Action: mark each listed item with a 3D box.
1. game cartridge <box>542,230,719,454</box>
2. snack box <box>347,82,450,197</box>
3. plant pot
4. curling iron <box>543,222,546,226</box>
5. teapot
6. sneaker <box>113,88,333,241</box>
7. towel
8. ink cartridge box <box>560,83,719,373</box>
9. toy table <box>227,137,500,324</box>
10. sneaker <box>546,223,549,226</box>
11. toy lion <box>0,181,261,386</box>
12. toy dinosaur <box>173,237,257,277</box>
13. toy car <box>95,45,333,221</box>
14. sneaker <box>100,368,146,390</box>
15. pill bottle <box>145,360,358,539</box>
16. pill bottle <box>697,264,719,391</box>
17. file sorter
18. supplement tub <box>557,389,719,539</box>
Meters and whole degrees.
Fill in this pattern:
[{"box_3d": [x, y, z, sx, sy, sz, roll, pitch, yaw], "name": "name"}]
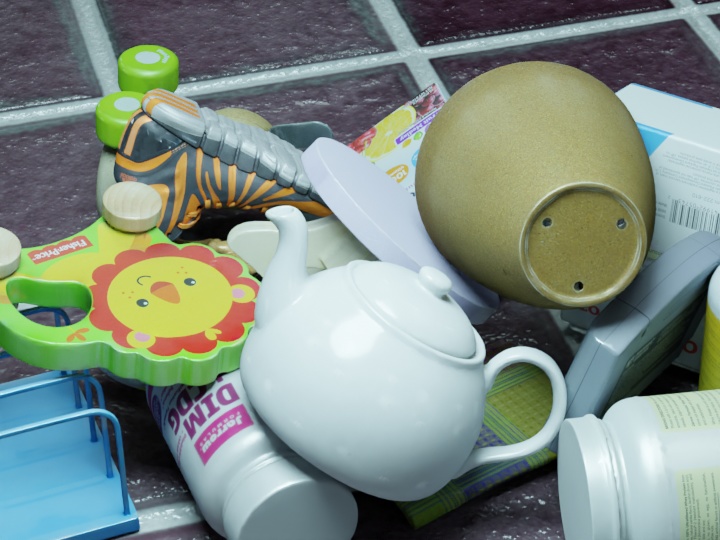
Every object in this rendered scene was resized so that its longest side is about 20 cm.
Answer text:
[{"box_3d": [0.215, 0.048, 1.601, 0.042, 0.133, 0.200, 32, 39, 21], "name": "game cartridge"}, {"box_3d": [0.049, -0.063, 1.845, 0.142, 0.053, 0.200, -36, 37, 10], "name": "snack box"}, {"box_3d": [0.147, -0.045, 1.563, 0.186, 0.187, 0.200, -6, 17, -6], "name": "plant pot"}, {"box_3d": [0.186, -0.094, 1.855, 0.026, 0.050, 0.200, 38, 42, -1], "name": "curling iron"}, {"box_3d": [0.023, 0.063, 1.520, 0.200, 0.146, 0.197, 11, 30, -52], "name": "teapot"}, {"box_3d": [-0.117, -0.067, 1.773, 0.200, 0.112, 0.078, 25, 16, -17], "name": "sneaker"}, {"box_3d": [0.087, 0.126, 1.662, 0.200, 0.023, 0.144, -23, 42, -26], "name": "towel"}, {"box_3d": [0.254, -0.034, 1.724, 0.144, 0.200, 0.085, 21, 31, 27], "name": "ink cartridge box"}, {"box_3d": [0.000, 0.000, 1.684, 0.200, 0.117, 0.184, 45, 18, -5], "name": "toy table"}, {"box_3d": [0.236, -0.074, 1.890, 0.200, 0.073, 0.071, -16, 42, -19], "name": "sneaker"}, {"box_3d": [-0.180, 0.024, 1.586, 0.200, 0.069, 0.192, -19, 47, -29], "name": "toy lion"}, {"box_3d": [-0.102, -0.007, 1.802, 0.106, 0.060, 0.200, -1, 14, 31], "name": "toy dinosaur"}, {"box_3d": [-0.125, -0.089, 1.852, 0.200, 0.164, 0.158, 7, 36, 5], "name": "toy car"}, {"box_3d": [-0.124, 0.054, 1.739, 0.200, 0.076, 0.105, 6, 24, -2], "name": "sneaker"}, {"box_3d": [-0.081, 0.134, 1.577, 0.113, 0.113, 0.200, -14, 38, -17], "name": "pill bottle"}, {"box_3d": [0.319, 0.052, 1.602, 0.112, 0.200, 0.112, -1, 34, 1], "name": "pill bottle"}, {"box_3d": [-0.269, 0.111, 1.609, 0.139, 0.123, 0.200, -14, 38, -16], "name": "file sorter"}, {"box_3d": [0.251, 0.157, 1.507, 0.200, 0.145, 0.145, -5, 36, -5], "name": "supplement tub"}]
